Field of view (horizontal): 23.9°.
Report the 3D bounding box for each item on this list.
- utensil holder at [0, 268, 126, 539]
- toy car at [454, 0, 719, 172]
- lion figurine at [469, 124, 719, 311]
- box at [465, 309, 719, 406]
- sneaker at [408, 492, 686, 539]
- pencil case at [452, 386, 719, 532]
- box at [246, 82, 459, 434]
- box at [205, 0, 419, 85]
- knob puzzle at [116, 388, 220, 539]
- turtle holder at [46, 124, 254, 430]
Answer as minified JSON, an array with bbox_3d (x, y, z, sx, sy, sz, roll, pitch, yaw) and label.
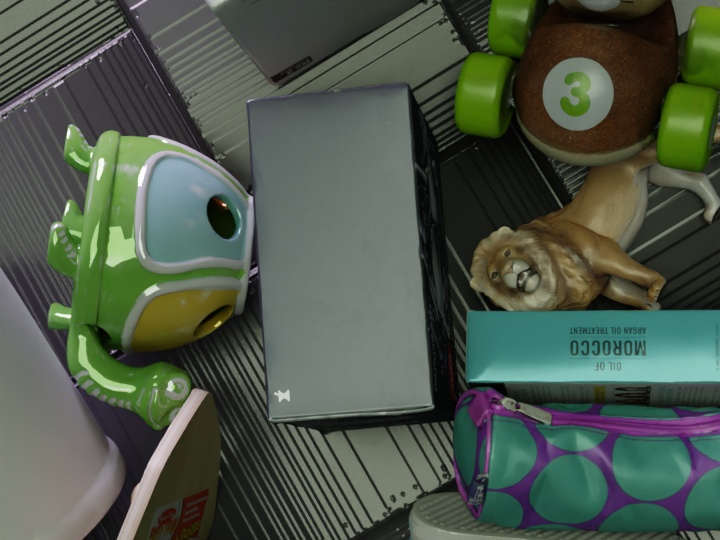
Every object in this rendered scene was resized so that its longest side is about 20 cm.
[{"bbox_3d":[-0.269,0.087,1.090,0.170,0.170,0.200,-24,110,5],"label":"utensil holder"},{"bbox_3d":[0.152,-0.181,1.066,0.164,0.200,0.158,11,49,15],"label":"toy car"},{"bbox_3d":[0.168,-0.043,1.138,0.122,0.073,0.200,29,74,18],"label":"lion figurine"},{"bbox_3d":[0.171,0.058,1.109,0.199,0.082,0.049,0,75,8],"label":"box"},{"bbox_3d":[0.127,0.200,1.117,0.199,0.074,0.082,10,115,5],"label":"sneaker"},{"bbox_3d":[0.162,0.121,1.083,0.199,0.093,0.085,3,39,-6],"label":"pencil case"},{"bbox_3d":[0.000,0.000,1.093,0.104,0.182,0.201,-6,83,8],"label":"box"},{"bbox_3d":[-0.021,-0.244,1.116,0.199,0.200,0.131,-30,79,4],"label":"box"},{"bbox_3d":[-0.134,0.171,1.084,0.030,0.220,0.220,15,86,11],"label":"knob puzzle"},{"bbox_3d":[-0.139,-0.004,1.126,0.131,0.186,0.141,7,128,-7],"label":"turtle holder"}]
